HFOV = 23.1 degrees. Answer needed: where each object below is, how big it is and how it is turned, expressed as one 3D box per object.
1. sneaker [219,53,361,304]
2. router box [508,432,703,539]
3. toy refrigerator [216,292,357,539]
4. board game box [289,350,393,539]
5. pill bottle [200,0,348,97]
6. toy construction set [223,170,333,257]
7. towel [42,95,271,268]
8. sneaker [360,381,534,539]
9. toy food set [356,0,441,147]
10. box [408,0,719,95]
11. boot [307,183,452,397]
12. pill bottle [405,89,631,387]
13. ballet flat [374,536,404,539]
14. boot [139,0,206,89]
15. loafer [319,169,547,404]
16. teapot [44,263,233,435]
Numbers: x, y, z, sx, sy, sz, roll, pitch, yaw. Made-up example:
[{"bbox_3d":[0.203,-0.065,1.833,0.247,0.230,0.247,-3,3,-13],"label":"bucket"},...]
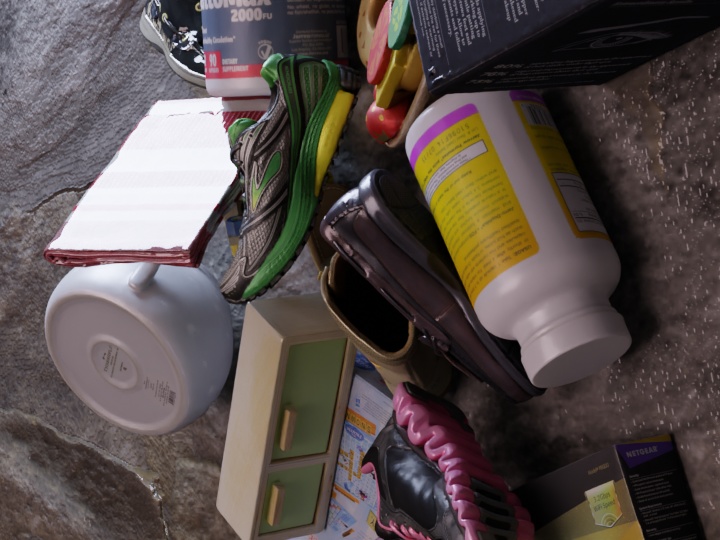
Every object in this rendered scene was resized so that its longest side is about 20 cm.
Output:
[{"bbox_3d":[-0.070,-0.071,1.353,0.078,0.085,0.201,-167,95,-81],"label":"sneaker"},{"bbox_3d":[0.160,0.216,1.222,0.200,0.052,0.158,-37,65,55],"label":"router box"},{"bbox_3d":[-0.060,0.125,1.459,0.070,0.076,0.201,42,129,47],"label":"toy refrigerator"},{"bbox_3d":[0.002,0.175,1.479,0.200,0.041,0.200,33,123,51],"label":"board game box"},{"bbox_3d":[-0.073,-0.245,1.440,0.119,0.119,0.201,7,102,58],"label":"pill bottle"},{"bbox_3d":[-0.101,-0.077,1.500,0.200,0.131,0.092,37,137,46],"label":"toy construction set"},{"bbox_3d":[-0.151,-0.073,1.419,0.144,0.200,0.023,1,132,28],"label":"towel"},{"bbox_3d":[0.053,0.168,1.245,0.095,0.079,0.200,-50,31,14],"label":"sneaker"},{"bbox_3d":[0.038,-0.189,1.272,0.198,0.048,0.201,114,165,-50],"label":"toy food set"},{"bbox_3d":[0.140,-0.187,1.081,0.200,0.148,0.105,-23,76,56],"label":"box"},{"bbox_3d":[0.000,0.000,1.345,0.200,0.073,0.155,65,-176,20],"label":"boot"},{"bbox_3d":[0.111,-0.025,1.202,0.104,0.104,0.201,-52,53,49],"label":"pill bottle"},{"bbox_3d":[0.064,0.259,1.235,0.200,0.071,0.069,32,160,37],"label":"ballet flat"},{"bbox_3d":[-0.134,-0.255,1.581,0.204,0.073,0.154,41,128,48],"label":"boot"},{"bbox_3d":[0.052,0.019,1.242,0.063,0.072,0.200,-35,103,25],"label":"loafer"},{"bbox_3d":[-0.193,0.046,1.683,0.200,0.146,0.198,-12,116,42],"label":"teapot"}]
